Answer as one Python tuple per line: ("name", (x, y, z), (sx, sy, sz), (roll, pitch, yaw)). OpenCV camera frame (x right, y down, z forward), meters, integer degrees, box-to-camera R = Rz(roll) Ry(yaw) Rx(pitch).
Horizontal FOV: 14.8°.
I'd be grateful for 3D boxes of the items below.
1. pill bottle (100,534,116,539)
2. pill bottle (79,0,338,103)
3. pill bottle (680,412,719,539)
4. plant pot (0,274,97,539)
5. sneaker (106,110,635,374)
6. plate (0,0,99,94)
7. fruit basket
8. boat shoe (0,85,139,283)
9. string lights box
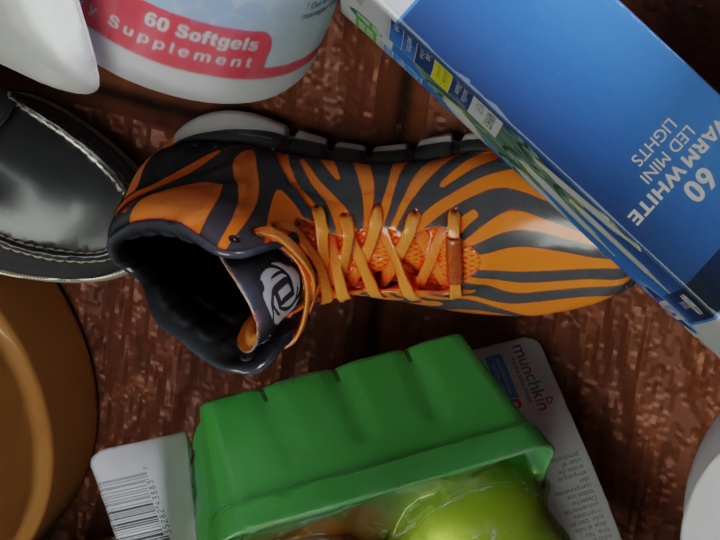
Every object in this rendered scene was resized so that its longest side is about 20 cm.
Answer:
("pill bottle", (-0.088, 0.165, 1.139), (0.199, 0.114, 0.115), (-24, 106, 30))
("pill bottle", (-0.037, -0.166, 0.945), (0.108, 0.109, 0.201), (26, 123, 7))
("pill bottle", (0.173, 0.076, 0.873), (0.112, 0.200, 0.113), (1, 93, 28))
("plant pot", (-0.225, 0.071, 1.130), (0.199, 0.140, 0.201), (9, 120, 16))
("sneaker", (0.000, 0.000, 1.017), (0.199, 0.112, 0.078), (5, 119, 18))
("plate", (-0.172, -0.163, 0.982), (0.200, 0.032, 0.200), (22, 132, 56))
("fruit basket", (0.016, 0.134, 1.013), (0.094, 0.184, 0.201), (114, 138, -66))
("boat shoe", (-0.171, -0.051, 1.070), (0.199, 0.063, 0.073), (27, 90, 1))
("string lights box", (0.085, -0.049, 0.948), (0.200, 0.103, 0.059), (43, 88, 2))
